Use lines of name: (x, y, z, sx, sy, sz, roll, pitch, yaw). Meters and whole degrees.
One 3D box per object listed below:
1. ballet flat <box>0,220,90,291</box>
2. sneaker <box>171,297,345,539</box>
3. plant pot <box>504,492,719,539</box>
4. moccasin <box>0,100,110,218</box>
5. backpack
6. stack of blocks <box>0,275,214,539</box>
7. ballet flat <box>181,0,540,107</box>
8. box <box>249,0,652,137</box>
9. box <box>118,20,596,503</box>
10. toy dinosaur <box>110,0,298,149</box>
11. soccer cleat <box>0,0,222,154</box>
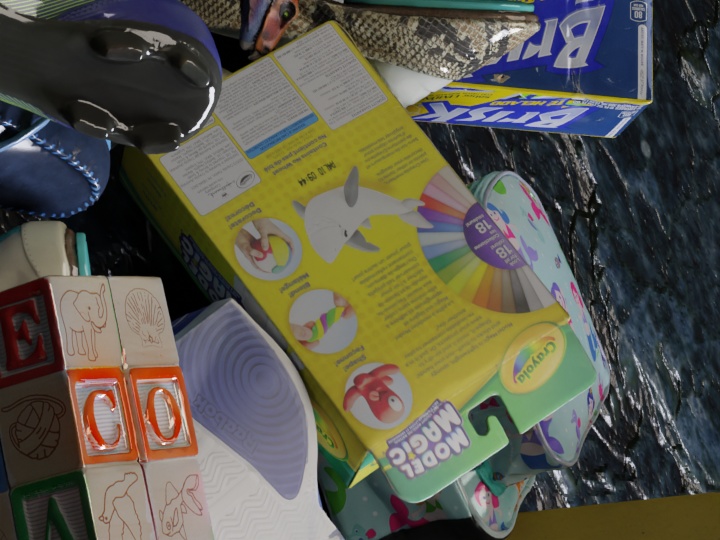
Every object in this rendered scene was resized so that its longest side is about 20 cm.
ballet flat: (-0.121, 0.080, 0.887, 0.069, 0.069, 0.201, -30, 111, -59)
sneaker: (-0.052, 0.121, 0.942, 0.080, 0.115, 0.200, -32, 95, -35)
plant pot: (0.127, 0.222, 1.079, 0.177, 0.199, 0.201, -94, 175, -48)
moccasin: (-0.184, -0.053, 0.831, 0.199, 0.080, 0.069, 20, 47, -31)
backpack: (0.025, 0.027, 1.083, 0.201, 0.150, 0.178, 61, 21, -6)
stack of blocks: (-0.145, 0.082, 0.709, 0.058, 0.199, 0.116, 1, 74, -59)
ballet flat: (-0.018, -0.109, 1.059, 0.068, 0.199, 0.076, -85, -173, -83)
box: (0.045, -0.115, 1.132, 0.064, 0.199, 0.071, 128, -35, -74)
box: (0.000, 0.000, 0.960, 0.117, 0.048, 0.200, -31, 73, -25)
toy dinosaur: (-0.103, -0.115, 0.923, 0.181, 0.200, 0.106, -23, 84, -16)
soccer cleat: (-0.143, -0.100, 0.810, 0.199, 0.065, 0.084, 22, 21, -25)
